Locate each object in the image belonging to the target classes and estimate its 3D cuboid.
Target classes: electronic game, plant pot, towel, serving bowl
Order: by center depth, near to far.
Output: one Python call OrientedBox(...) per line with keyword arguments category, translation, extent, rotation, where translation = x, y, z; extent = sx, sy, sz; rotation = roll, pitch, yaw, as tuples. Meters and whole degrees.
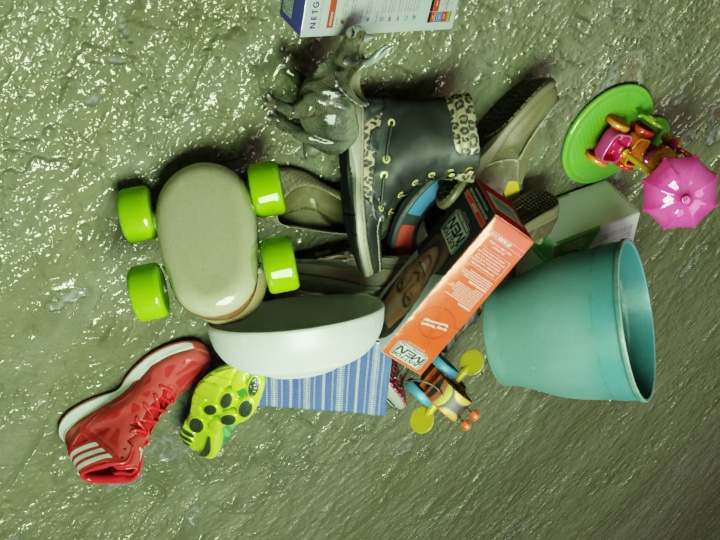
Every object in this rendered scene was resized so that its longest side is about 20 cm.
OrientedBox(category="serving bowl", translation=(-0.068, 0.077, 1.077), extent=(0.198, 0.199, 0.067), rotation=(-11, 100, -28))
OrientedBox(category="towel", translation=(-0.061, 0.129, 1.214), extent=(0.197, 0.024, 0.146), rotation=(5, 132, 0))
OrientedBox(category="electronic game", translation=(0.122, -0.060, 1.228), extent=(0.198, 0.042, 0.202), rotation=(-21, 137, -20))
OrientedBox(category="plant pot", translation=(0.262, 0.072, 1.237), extent=(0.186, 0.203, 0.200), rotation=(-8, 149, 27))

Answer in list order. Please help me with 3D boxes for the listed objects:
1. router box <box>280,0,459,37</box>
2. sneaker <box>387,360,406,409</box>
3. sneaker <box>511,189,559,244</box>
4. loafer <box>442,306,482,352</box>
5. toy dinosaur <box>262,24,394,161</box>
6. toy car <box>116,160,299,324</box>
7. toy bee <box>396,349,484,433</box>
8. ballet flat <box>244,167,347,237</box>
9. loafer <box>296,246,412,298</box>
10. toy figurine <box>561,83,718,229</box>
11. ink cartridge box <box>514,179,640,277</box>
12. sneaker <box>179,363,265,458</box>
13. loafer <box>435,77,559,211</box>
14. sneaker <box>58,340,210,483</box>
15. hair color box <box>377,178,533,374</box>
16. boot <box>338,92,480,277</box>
OrientedBox(category="router box", translation=(0.026, -0.325, 0.907), extent=(0.177, 0.049, 0.202), rotation=(-10, 132, -29))
OrientedBox(category="sneaker", translation=(-0.005, 0.131, 1.293), extent=(0.074, 0.081, 0.200), rotation=(-32, 133, 19))
OrientedBox(category="sneaker", translation=(0.171, -0.033, 1.206), extent=(0.198, 0.070, 0.076), rotation=(-22, 135, -28))
OrientedBox(category="loafer", translation=(0.128, 0.048, 1.289), extent=(0.063, 0.072, 0.200), rotation=(-36, 165, -17))
OrientedBox(category="toy dinosaur", translation=(-0.039, -0.151, 0.965), extent=(0.201, 0.101, 0.078), rotation=(104, 8, -53))
OrientedBox(category="toy car", translation=(-0.149, -0.008, 1.028), extent=(0.162, 0.160, 0.200), rotation=(-11, 163, -2))
OrientedBox(category="toy bee", translation=(0.110, 0.170, 1.292), extent=(0.131, 0.109, 0.199), rotation=(-54, 166, 26))
OrientedBox(category="ballet flat", translation=(-0.049, -0.068, 1.092), extent=(0.198, 0.046, 0.068), rotation=(13, 118, -43))
OrientedBox(category="loafer", translation=(0.000, 0.000, 1.173), extent=(0.197, 0.064, 0.072), rotation=(9, 169, -17))
OrientedBox(category="toy figurine", translation=(0.389, -0.125, 1.254), extent=(0.198, 0.185, 0.151), rotation=(5, 125, -39))
OrientedBox(category="ink cartridge box", translation=(0.298, -0.008, 1.372), extent=(0.143, 0.084, 0.202), rotation=(-20, 136, -19))
OrientedBox(category="sneaker", translation=(-0.164, 0.153, 1.175), extent=(0.200, 0.074, 0.084), rotation=(-50, -172, 48))
OrientedBox(category="loafer", translation=(0.168, -0.139, 1.137), extent=(0.067, 0.076, 0.201), rotation=(40, 90, -21))
OrientedBox(category="sneaker", translation=(-0.245, 0.175, 1.121), extent=(0.199, 0.116, 0.079), rotation=(-36, 140, -2))
OrientedBox(category="hair color box", translation=(0.098, 0.007, 1.085), extent=(0.061, 0.102, 0.201), rotation=(30, 110, -21))
OrientedBox(category="boot", translation=(0.054, -0.098, 1.063), extent=(0.148, 0.073, 0.203), rotation=(-8, 106, -12))
